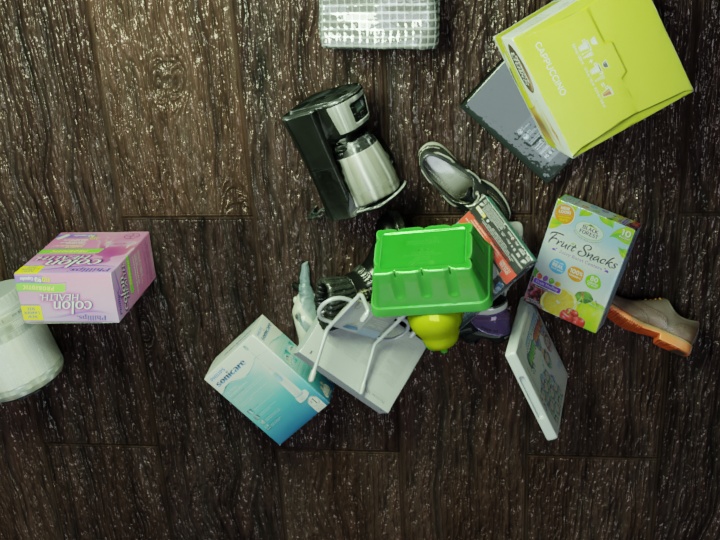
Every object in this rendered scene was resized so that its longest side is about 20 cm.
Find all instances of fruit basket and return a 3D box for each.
[{"bbox_3d":[0.120,0.030,1.566,0.215,0.156,0.216,4,145,3],"label":"fruit basket"}]

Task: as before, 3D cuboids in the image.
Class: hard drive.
[{"bbox_3d":[0.284,-0.259,1.575,0.200,0.033,0.140,40,112,-10],"label":"hard drive"}]

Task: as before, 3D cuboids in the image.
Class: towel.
[{"bbox_3d":[0.026,-0.431,1.505,0.200,0.086,0.166,1,113,7],"label":"towel"}]

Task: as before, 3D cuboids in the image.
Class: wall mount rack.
[{"bbox_3d":[-0.001,0.124,1.638,0.200,0.075,0.174,20,123,-37],"label":"wall mount rack"}]

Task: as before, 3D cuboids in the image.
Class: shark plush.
[{"bbox_3d":[-0.084,0.081,1.776,0.083,0.091,0.200,-15,91,-7],"label":"shark plush"}]

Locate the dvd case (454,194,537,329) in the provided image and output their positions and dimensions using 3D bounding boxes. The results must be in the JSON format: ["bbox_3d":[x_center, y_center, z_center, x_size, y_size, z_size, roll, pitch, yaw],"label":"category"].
[{"bbox_3d":[0.185,-0.008,1.609,0.200,0.022,0.146,-45,65,24],"label":"dvd case"}]

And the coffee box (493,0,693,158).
[{"bbox_3d":[0.341,-0.313,1.430,0.200,0.198,0.200,-29,103,7],"label":"coffee box"}]

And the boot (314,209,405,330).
[{"bbox_3d":[0.001,0.001,1.660,0.158,0.079,0.211,-4,105,-19],"label":"boot"}]

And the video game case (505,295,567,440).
[{"bbox_3d":[0.312,0.166,1.667,0.024,0.200,0.182,-20,110,26],"label":"video game case"}]

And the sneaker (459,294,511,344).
[{"bbox_3d":[0.174,0.092,1.682,0.200,0.076,0.088,4,116,42],"label":"sneaker"}]

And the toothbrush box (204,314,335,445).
[{"bbox_3d":[-0.171,0.209,1.810,0.200,0.085,0.146,42,113,-12],"label":"toothbrush box"}]

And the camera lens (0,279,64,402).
[{"bbox_3d":[-0.670,0.137,1.803,0.160,0.160,0.200,-15,110,14],"label":"camera lens"}]

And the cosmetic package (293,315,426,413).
[{"bbox_3d":[0.001,0.144,1.731,0.200,0.052,0.151,36,70,-10],"label":"cosmetic package"}]

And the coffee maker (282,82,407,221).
[{"bbox_3d":[-0.047,-0.192,1.593,0.192,0.135,0.200,-20,109,16],"label":"coffee maker"}]

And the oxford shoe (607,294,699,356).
[{"bbox_3d":[0.503,0.075,1.687,0.200,0.071,0.073,29,82,2],"label":"oxford shoe"}]

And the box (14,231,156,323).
[{"bbox_3d":[-0.486,0.009,1.702,0.176,0.200,0.097,0,114,8],"label":"box"}]

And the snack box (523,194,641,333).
[{"bbox_3d":[0.378,-0.012,1.635,0.142,0.053,0.200,25,116,21],"label":"snack box"}]

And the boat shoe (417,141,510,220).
[{"bbox_3d":[0.178,-0.140,1.626,0.200,0.060,0.074,44,110,-12],"label":"boat shoe"}]

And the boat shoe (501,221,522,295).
[{"bbox_3d":[0.250,0.003,1.675,0.065,0.074,0.200,-15,134,-23],"label":"boat shoe"}]
